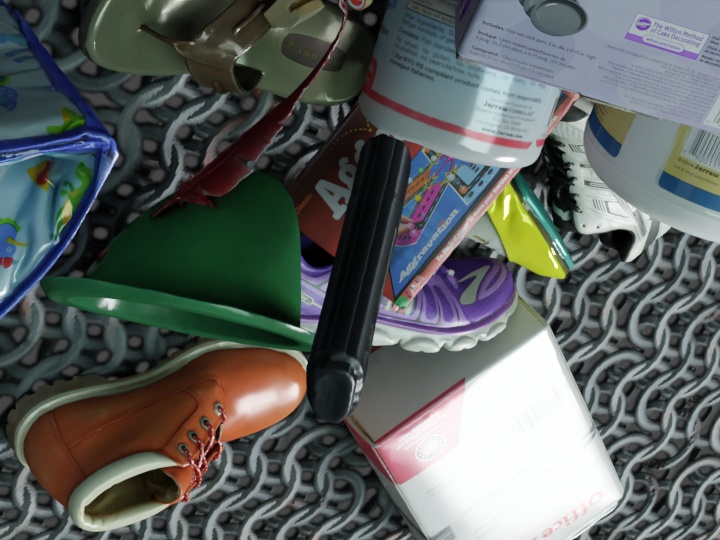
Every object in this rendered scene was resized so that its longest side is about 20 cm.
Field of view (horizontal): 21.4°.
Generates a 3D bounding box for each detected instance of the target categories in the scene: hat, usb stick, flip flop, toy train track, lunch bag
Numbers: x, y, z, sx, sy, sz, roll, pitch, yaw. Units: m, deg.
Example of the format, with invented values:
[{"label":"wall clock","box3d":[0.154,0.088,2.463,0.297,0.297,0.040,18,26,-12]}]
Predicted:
[{"label":"hat","box3d":[-0.076,-0.053,1.113,0.166,0.200,0.176,24,75,-61]},{"label":"usb stick","box3d":[0.000,0.000,1.066,0.033,0.200,0.055,12,133,1]},{"label":"flip flop","box3d":[-0.067,-0.130,1.089,0.200,0.058,0.081,12,113,-37]},{"label":"toy train track","box3d":[0.017,-0.178,1.000,0.115,0.033,0.200,-36,179,-45]},{"label":"lunch bag","box3d":[-0.234,-0.047,0.966,0.200,0.170,0.127,-34,133,-7]}]

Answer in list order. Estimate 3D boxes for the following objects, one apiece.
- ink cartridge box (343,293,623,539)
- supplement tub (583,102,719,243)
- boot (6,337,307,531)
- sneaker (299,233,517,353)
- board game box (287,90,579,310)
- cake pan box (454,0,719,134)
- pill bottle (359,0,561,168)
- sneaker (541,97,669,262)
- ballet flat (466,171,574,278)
[{"label":"ink cartridge box","box3d":[0.083,0.122,1.339,0.146,0.083,0.200,-35,132,-7]},{"label":"supplement tub","box3d":[0.229,-0.130,1.110,0.145,0.145,0.200,2,123,-33]},{"label":"boot","box3d":[-0.109,0.105,1.193,0.200,0.107,0.075,-17,126,-24]},{"label":"sneaker","box3d":[0.019,0.004,1.224,0.200,0.081,0.083,0,114,-32]},{"label":"board game box","box3d":[0.048,-0.083,1.153,0.103,0.019,0.200,38,101,-7]},{"label":"cake pan box","box3d":[0.170,-0.162,0.957,0.200,0.052,0.184,14,132,-10]},{"label":"pill bottle","box3d":[0.077,-0.166,1.065,0.109,0.109,0.200,7,107,-35]},{"label":"sneaker","box3d":[0.152,-0.067,1.258,0.088,0.076,0.200,-50,132,7]},{"label":"ballet flat","box3d":[0.074,-0.061,1.227,0.067,0.067,0.200,-27,127,4]}]
